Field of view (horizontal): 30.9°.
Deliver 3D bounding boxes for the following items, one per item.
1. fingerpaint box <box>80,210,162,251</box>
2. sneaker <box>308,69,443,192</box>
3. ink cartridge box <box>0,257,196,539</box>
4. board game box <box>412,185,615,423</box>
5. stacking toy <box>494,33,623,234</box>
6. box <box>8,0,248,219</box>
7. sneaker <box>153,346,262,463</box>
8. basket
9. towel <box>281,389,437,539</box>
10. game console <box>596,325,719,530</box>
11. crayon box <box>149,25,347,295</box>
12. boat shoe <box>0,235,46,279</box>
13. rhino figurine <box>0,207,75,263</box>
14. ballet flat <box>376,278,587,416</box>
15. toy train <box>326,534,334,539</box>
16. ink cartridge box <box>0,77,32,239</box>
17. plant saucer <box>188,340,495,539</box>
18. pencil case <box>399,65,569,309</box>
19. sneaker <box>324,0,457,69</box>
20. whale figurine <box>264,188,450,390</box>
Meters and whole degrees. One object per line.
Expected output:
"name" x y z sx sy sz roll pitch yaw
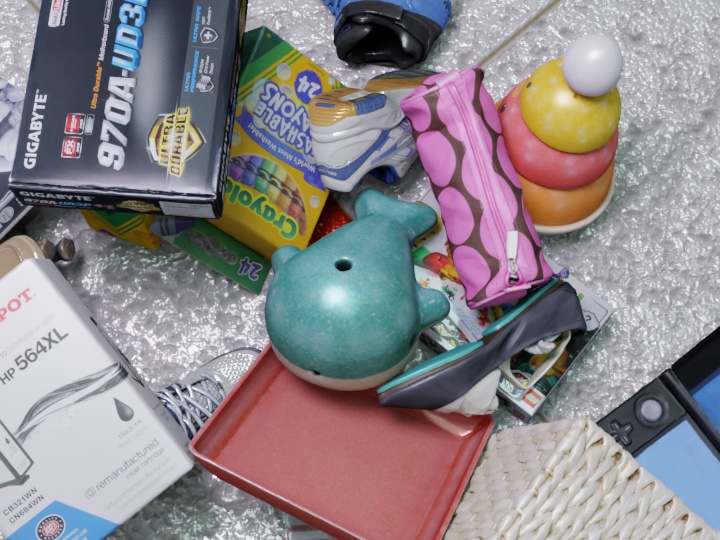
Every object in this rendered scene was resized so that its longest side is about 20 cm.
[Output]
"fingerpaint box" -0.178 -0.142 1.127 0.073 0.167 0.201 20 71 7
"sneaker" 0.029 -0.127 1.171 0.200 0.088 0.075 -21 27 -40
"ink cartridge box" -0.241 0.110 0.992 0.146 0.084 0.200 -39 92 -3
"board game box" 0.107 0.024 1.154 0.200 0.035 0.126 38 73 10
"stacking toy" 0.177 -0.136 1.116 0.146 0.200 0.147 5 61 -10
"box" -0.176 -0.143 1.015 0.158 0.046 0.201 5 71 2
"sneaker" -0.153 0.131 1.081 0.200 0.085 0.077 -38 77 -14
"basket" 0.138 0.234 0.982 0.161 0.200 0.198 43 74 -5
"towel" 0.006 0.196 1.095 0.146 0.030 0.201 -6 72 -5
"game console" 0.305 0.166 1.072 0.176 0.116 0.200 -34 76 -13
"crayon box" -0.086 -0.095 1.144 0.126 0.051 0.201 33 70 -31
"boat shoe" -0.328 0.054 1.060 0.071 0.064 0.200 45 106 25
"rhino figurine" -0.297 -0.007 1.131 0.087 0.060 0.201 -14 70 18
"ballet flat" 0.109 0.077 1.079 0.200 0.073 0.073 -31 75 -21
"toy train" -0.009 0.306 0.992 0.084 0.116 0.201 -9 90 -6
"ink cartridge box" -0.368 -0.088 1.135 0.198 0.043 0.200 32 73 30
"plant saucer" -0.012 0.141 1.041 0.199 0.037 0.200 26 35 8
"pencil case" 0.098 -0.071 1.087 0.090 0.094 0.201 -21 88 8
"sneaker" -0.016 -0.258 1.219 0.199 0.077 0.111 25 63 -1
"whale figurine" 0.000 0.000 1.077 0.159 0.104 0.200 18 54 14
